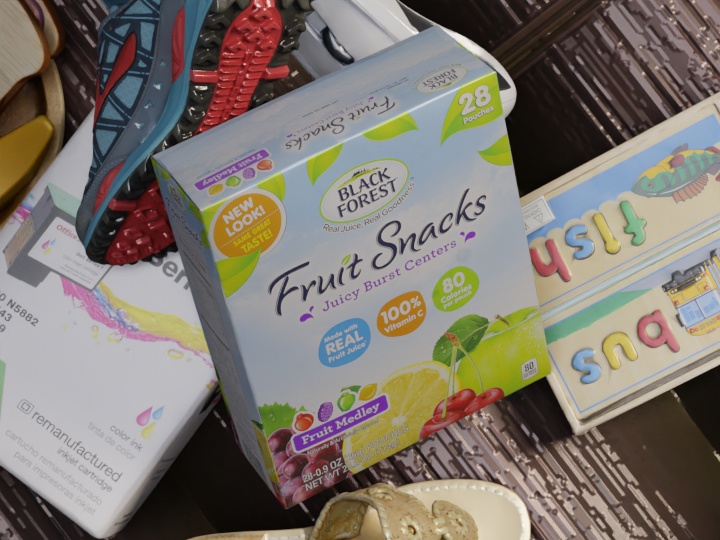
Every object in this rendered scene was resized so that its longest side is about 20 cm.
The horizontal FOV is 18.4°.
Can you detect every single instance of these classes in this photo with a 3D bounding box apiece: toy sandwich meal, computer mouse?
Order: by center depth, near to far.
[{"bbox_3d":[0.001,-0.117,1.179,0.200,0.110,0.044,29,46,-26],"label":"computer mouse"},{"bbox_3d":[-0.253,-0.091,1.229,0.205,0.070,0.206,0,87,3],"label":"toy sandwich meal"}]

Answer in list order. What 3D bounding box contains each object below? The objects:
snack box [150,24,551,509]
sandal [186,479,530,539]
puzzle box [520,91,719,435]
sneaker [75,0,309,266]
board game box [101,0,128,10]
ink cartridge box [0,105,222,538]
[{"bbox_3d":[0.000,0.000,1.138,0.168,0.068,0.200,-27,127,-15],"label":"snack box"},{"bbox_3d":[-0.001,0.152,1.177,0.211,0.070,0.078,-8,75,-12],"label":"sandal"},{"bbox_3d":[0.176,-0.011,1.210,0.200,0.025,0.133,-29,85,11],"label":"puzzle box"},{"bbox_3d":[-0.095,-0.094,1.128,0.096,0.079,0.200,51,122,36],"label":"sneaker"},{"bbox_3d":[-0.053,-0.198,1.182,0.200,0.151,0.047,-26,77,1],"label":"board game box"},{"bbox_3d":[-0.133,0.022,1.211,0.145,0.084,0.200,37,89,3],"label":"ink cartridge box"}]
